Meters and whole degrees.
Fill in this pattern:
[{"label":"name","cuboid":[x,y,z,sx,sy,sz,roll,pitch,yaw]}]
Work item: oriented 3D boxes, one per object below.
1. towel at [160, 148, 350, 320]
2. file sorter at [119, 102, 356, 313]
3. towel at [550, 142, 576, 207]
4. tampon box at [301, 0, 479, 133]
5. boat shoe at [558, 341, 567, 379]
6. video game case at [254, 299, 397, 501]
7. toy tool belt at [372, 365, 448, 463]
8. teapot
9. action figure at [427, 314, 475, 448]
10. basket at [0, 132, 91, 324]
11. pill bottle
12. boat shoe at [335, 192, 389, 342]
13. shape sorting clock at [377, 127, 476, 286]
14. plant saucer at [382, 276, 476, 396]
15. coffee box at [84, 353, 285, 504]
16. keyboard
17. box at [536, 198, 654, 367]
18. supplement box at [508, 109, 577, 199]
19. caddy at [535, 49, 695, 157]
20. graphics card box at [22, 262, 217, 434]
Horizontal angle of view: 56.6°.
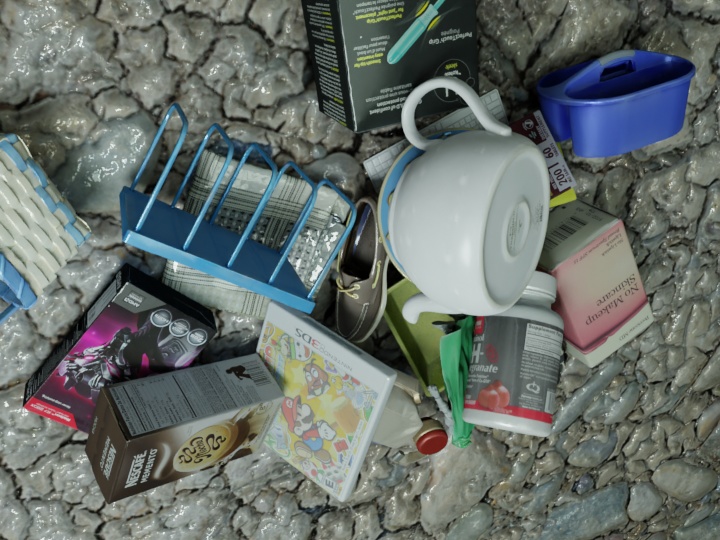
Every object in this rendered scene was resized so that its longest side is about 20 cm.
[{"label":"towel","cuboid":[-0.121,-0.028,0.802,0.200,0.035,0.193,14,106,-28]},{"label":"file sorter","cuboid":[-0.126,-0.068,0.688,0.200,0.139,0.123,23,103,-28]},{"label":"towel","cuboid":[0.182,-0.106,0.880,0.200,0.018,0.086,-17,91,-11]},{"label":"tampon box","cuboid":[0.027,-0.268,0.703,0.150,0.126,0.200,-16,119,-15]},{"label":"boat shoe","cuboid":[0.276,0.123,0.989,0.060,0.074,0.200,-35,144,7]},{"label":"video game case","cuboid":[-0.062,0.160,0.825,0.023,0.182,0.200,-25,139,-54]},{"label":"toy tool belt","cuboid":[0.030,0.172,0.914,0.200,0.123,0.125,28,114,-36]},{"label":"teapot","cuboid":[0.095,-0.058,0.683,0.197,0.146,0.200,46,65,-52]},{"label":"action figure","cuboid":[0.132,0.155,0.908,0.118,0.055,0.200,-28,118,-49]},{"label":"basket","cuboid":[-0.374,-0.022,0.622,0.200,0.139,0.176,-48,127,-34]},{"label":"pill bottle","cuboid":[0.198,0.103,0.854,0.111,0.111,0.200,17,76,-29]},{"label":"boat shoe","cuboid":[0.000,0.000,0.834,0.059,0.072,0.200,-6,119,-50]},{"label":"shape sorting clock","cuboid":[0.119,-0.066,0.776,0.200,0.039,0.200,0,88,-10]},{"label":"plant saucer","cuboid":[0.132,0.049,0.938,0.200,0.048,0.200,-33,121,-7]},{"label":"coffee box","cuboid":[-0.203,0.179,0.782,0.200,0.080,0.113,-9,136,-42]},{"label":"keyboard","cuboid":[0.099,-0.161,0.851,0.200,0.011,0.056,-30,121,-9]},{"label":"box","cuboid":[0.321,0.017,0.969,0.128,0.109,0.200,-36,121,-5]},{"label":"supplement box","cuboid":[0.154,-0.105,0.834,0.200,0.061,0.109,-29,92,-10]},{"label":"caddy","cuboid":[0.319,-0.223,0.842,0.200,0.141,0.105,-20,122,-15]},{"label":"graphics card box","cuboid":[-0.276,0.102,0.773,0.125,0.051,0.200,37,101,-33]}]
